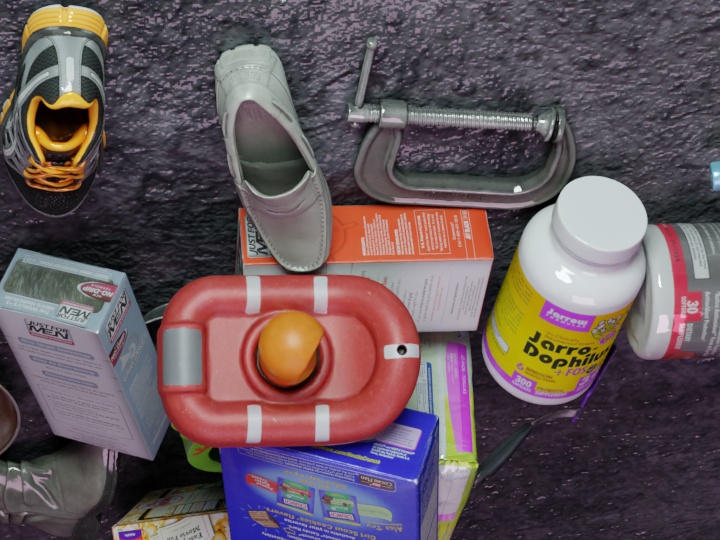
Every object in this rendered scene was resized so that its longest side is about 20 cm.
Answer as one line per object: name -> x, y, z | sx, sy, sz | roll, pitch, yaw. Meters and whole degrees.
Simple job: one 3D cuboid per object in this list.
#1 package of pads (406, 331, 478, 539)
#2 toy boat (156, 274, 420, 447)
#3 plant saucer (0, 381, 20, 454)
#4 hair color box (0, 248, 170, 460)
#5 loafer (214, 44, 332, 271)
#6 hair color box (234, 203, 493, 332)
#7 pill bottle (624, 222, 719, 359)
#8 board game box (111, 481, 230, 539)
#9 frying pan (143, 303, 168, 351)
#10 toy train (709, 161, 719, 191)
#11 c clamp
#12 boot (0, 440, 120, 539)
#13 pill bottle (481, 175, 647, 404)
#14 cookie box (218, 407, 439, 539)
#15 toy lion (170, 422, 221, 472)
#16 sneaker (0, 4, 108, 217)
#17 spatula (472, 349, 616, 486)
package of pads -> 0.053, 0.157, 1.662 | 0.067, 0.156, 0.201 | 4, 143, -8
toy boat -> -0.052, 0.063, 1.418 | 0.198, 0.132, 0.131 | -1, 171, -8
plant saucer -> -0.395, 0.119, 1.644 | 0.198, 0.032, 0.201 | -4, 143, -3
hair color box -> -0.223, 0.072, 1.555 | 0.098, 0.061, 0.201 | 12, 148, 17
loafer -> -0.064, -0.070, 1.381 | 0.069, 0.070, 0.201 | -13, 131, 8
hair color box -> 0.000, 0.000, 1.522 | 0.198, 0.062, 0.102 | -2, 143, -8
pill bottle -> 0.321, 0.015, 1.553 | 0.198, 0.112, 0.111 | -2, 144, -7
board game box -> -0.113, 0.226, 1.746 | 0.198, 0.047, 0.151 | -8, -175, 8
frying pan -> -0.115, 0.066, 1.614 | 0.114, 0.031, 0.190 | -19, 150, 31
toy train -> 0.359, -0.119, 1.430 | 0.198, 0.056, 0.151 | -9, 145, 8
c clamp -> 0.077, -0.098, 1.431 | 0.198, 0.027, 0.171 | 6, 142, -16
boot -> -0.291, 0.185, 1.728 | 0.129, 0.068, 0.201 | 11, 139, -13
pill bottle -> 0.168, 0.015, 1.534 | 0.103, 0.105, 0.201 | 2, 143, -11
cookie box -> -0.023, 0.188, 1.554 | 0.170, 0.076, 0.201 | 13, 138, 13
toy lion -> -0.089, 0.116, 1.626 | 0.190, 0.069, 0.200 | 4, 146, -38
sneaker -> -0.217, -0.096, 1.344 | 0.077, 0.078, 0.201 | -1, 145, -11
spatula -> 0.161, 0.135, 1.667 | 0.199, 0.021, 0.057 | -32, 157, -34
